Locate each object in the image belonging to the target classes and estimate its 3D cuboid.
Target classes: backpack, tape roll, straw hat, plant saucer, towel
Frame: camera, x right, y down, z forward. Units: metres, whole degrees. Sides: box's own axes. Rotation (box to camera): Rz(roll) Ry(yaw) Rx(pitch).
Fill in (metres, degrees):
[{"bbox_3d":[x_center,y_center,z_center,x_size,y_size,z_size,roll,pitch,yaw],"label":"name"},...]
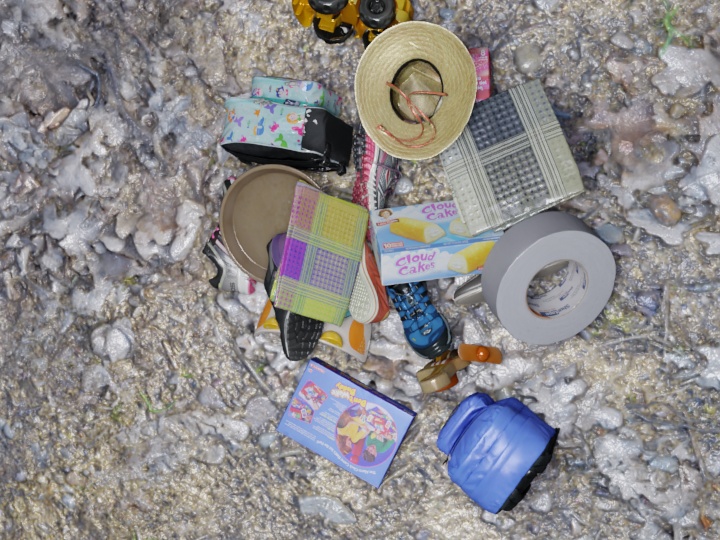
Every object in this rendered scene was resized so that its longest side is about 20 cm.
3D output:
[{"bbox_3d":[0.202,0.280,1.464,0.167,0.200,0.164,32,96,9],"label":"backpack"},{"bbox_3d":[0.289,0.013,1.460,0.198,0.066,0.202,-9,121,-14],"label":"tape roll"},{"bbox_3d":[0.088,-0.271,1.447,0.198,0.085,0.204,2,97,13],"label":"straw hat"},{"bbox_3d":[-0.132,-0.073,1.537,0.197,0.029,0.203,4,106,14],"label":"plant saucer"},{"bbox_3d":[-0.061,-0.026,1.467,0.023,0.142,0.203,-4,71,54],"label":"towel"},{"bbox_3d":[0.220,-0.169,1.444,0.191,0.035,0.202,-21,76,10],"label":"towel"},{"bbox_3d":[-0.126,-0.234,1.544,0.198,0.177,0.153,1,87,21],"label":"backpack"}]

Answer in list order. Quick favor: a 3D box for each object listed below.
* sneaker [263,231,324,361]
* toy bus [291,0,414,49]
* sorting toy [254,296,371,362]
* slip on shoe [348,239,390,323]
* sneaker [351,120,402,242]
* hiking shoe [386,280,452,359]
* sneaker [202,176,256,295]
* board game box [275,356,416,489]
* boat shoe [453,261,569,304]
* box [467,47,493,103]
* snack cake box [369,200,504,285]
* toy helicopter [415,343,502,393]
[{"bbox_3d":[-0.111,0.041,1.502,0.087,0.075,0.203,-1,88,48],"label":"sneaker"},{"bbox_3d":[0.010,-0.469,1.553,0.198,0.136,0.194,19,77,8],"label":"toy bus"},{"bbox_3d":[-0.070,0.036,1.584,0.197,0.107,0.182,12,73,10],"label":"sorting toy"},{"bbox_3d":[0.000,0.000,1.540,0.074,0.061,0.202,-38,54,30],"label":"slip on shoe"},{"bbox_3d":[0.032,-0.145,1.565,0.074,0.081,0.203,0,98,-20],"label":"sneaker"},{"bbox_3d":[0.079,0.057,1.498,0.074,0.087,0.201,-36,42,9],"label":"hiking shoe"},{"bbox_3d":[-0.229,-0.056,1.612,0.086,0.074,0.203,-5,94,5],"label":"sneaker"},{"bbox_3d":[-0.024,0.252,1.586,0.198,0.045,0.136,28,95,10],"label":"board game box"},{"bbox_3d":[0.239,-0.001,1.533,0.198,0.067,0.058,-21,67,5],"label":"boat shoe"},{"bbox_3d":[0.114,-0.299,1.535,0.197,0.100,0.097,-2,90,11],"label":"box"},{"bbox_3d":[0.120,-0.048,1.496,0.197,0.116,0.068,-8,133,-5],"label":"snack cake box"},{"bbox_3d":[0.144,0.152,1.475,0.131,0.200,0.080,-19,93,20],"label":"toy helicopter"}]
